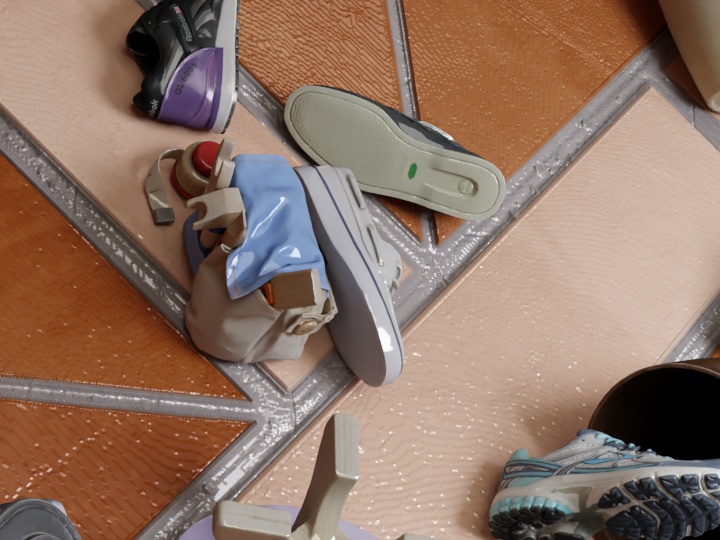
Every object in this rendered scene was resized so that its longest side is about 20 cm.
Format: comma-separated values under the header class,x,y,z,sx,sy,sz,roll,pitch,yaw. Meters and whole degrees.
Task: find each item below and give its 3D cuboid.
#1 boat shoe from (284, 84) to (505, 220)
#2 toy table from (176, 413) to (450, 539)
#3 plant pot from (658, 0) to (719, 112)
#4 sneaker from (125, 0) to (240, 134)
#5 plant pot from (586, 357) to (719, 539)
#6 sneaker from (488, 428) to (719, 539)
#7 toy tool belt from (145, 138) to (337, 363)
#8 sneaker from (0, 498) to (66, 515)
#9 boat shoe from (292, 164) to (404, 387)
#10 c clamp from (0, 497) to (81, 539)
class,x,y,z,sx,sy,sz,roll,pitch,yaw
boat shoe,0.027,-0.101,1.505,0.199,0.072,0.068,24,14,-5
toy table,-0.028,0.206,1.227,0.199,0.117,0.184,2,59,-27
plant pot,0.375,-0.263,1.735,0.187,0.187,0.201,5,72,-26
sneaker,-0.148,-0.210,1.464,0.087,0.076,0.201,8,56,-17
plant pot,0.310,0.147,1.431,0.200,0.187,0.187,-15,67,-51
sneaker,0.194,0.155,1.347,0.087,0.199,0.078,-80,152,-42
toy tool belt,-0.082,-0.036,1.350,0.124,0.123,0.201,-4,62,-31
sneaker,-0.252,0.233,1.115,0.202,0.077,0.147,-16,78,-45
boat shoe,0.000,0.000,1.411,0.066,0.072,0.200,-10,57,-28
c clamp,-0.211,0.244,1.086,0.171,0.027,0.200,58,35,-18
